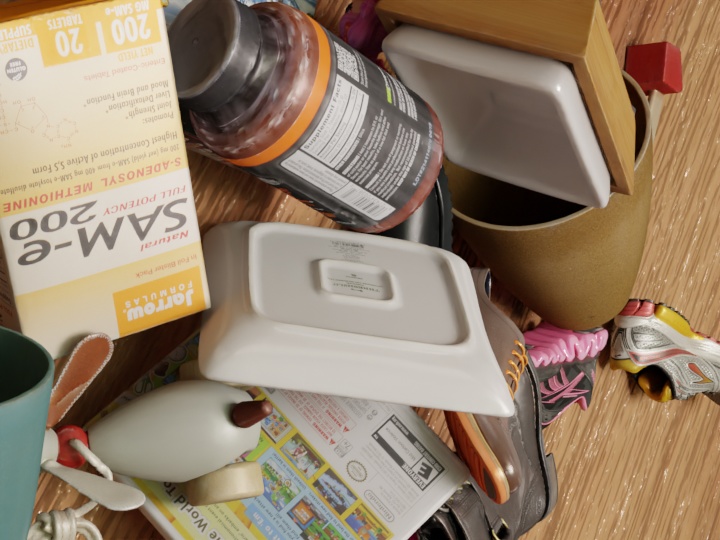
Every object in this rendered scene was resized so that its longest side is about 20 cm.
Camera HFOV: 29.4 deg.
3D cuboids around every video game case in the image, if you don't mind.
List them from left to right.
[{"bbox_3d":[-0.056,0.124,0.913,0.182,0.023,0.200,-40,80,-24],"label":"video game case"}]

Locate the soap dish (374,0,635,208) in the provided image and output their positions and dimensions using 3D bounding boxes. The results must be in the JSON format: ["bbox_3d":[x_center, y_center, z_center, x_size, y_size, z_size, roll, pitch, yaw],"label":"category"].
[{"bbox_3d":[0.113,-0.132,0.973,0.082,0.156,0.200,-64,153,-14],"label":"soap dish"}]

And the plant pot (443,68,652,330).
[{"bbox_3d":[0.168,-0.045,1.162,0.188,0.184,0.201,-59,146,-27],"label":"plant pot"}]

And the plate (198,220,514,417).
[{"bbox_3d":[-0.006,0.019,0.902,0.196,0.201,0.033,7,116,-9],"label":"plate"}]

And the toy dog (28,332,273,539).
[{"bbox_3d":[-0.130,0.100,0.820,0.199,0.096,0.133,-26,86,-34],"label":"toy dog"}]

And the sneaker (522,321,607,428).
[{"bbox_3d":[0.148,0.102,1.206,0.198,0.078,0.097,-8,108,-44],"label":"sneaker"}]

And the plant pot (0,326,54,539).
[{"bbox_3d":[-0.258,0.123,0.696,0.199,0.199,0.163,-8,108,-45],"label":"plant pot"}]

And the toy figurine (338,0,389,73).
[{"bbox_3d":[0.027,-0.202,1.010,0.149,0.200,0.186,27,80,4],"label":"toy figurine"}]

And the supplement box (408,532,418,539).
[{"bbox_3d":[-0.013,0.213,1.011,0.199,0.100,0.105,36,65,-40],"label":"supplement box"}]

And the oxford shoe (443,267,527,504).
[{"bbox_3d":[0.087,0.070,0.961,0.072,0.072,0.202,78,-3,-50],"label":"oxford shoe"}]

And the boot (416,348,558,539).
[{"bbox_3d":[0.084,0.141,1.013,0.174,0.069,0.202,-31,102,-59],"label":"boot"}]

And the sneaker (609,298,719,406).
[{"bbox_3d":[0.314,0.099,1.377,0.199,0.077,0.083,28,75,-33],"label":"sneaker"}]

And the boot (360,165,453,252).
[{"bbox_3d":[-0.001,-0.001,1.042,0.162,0.073,0.201,-26,113,-43],"label":"boot"}]

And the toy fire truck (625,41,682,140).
[{"bbox_3d":[0.248,-0.127,1.313,0.140,0.048,0.203,10,84,-46],"label":"toy fire truck"}]

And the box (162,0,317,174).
[{"bbox_3d":[-0.121,-0.161,0.933,0.199,0.040,0.139,21,76,-44],"label":"box"}]

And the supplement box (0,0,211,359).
[{"bbox_3d":[-0.171,-0.061,0.823,0.125,0.073,0.203,-19,112,-28],"label":"supplement box"}]

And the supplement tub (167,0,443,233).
[{"bbox_3d":[-0.039,-0.105,0.898,0.199,0.106,0.108,28,71,-45],"label":"supplement tub"}]
